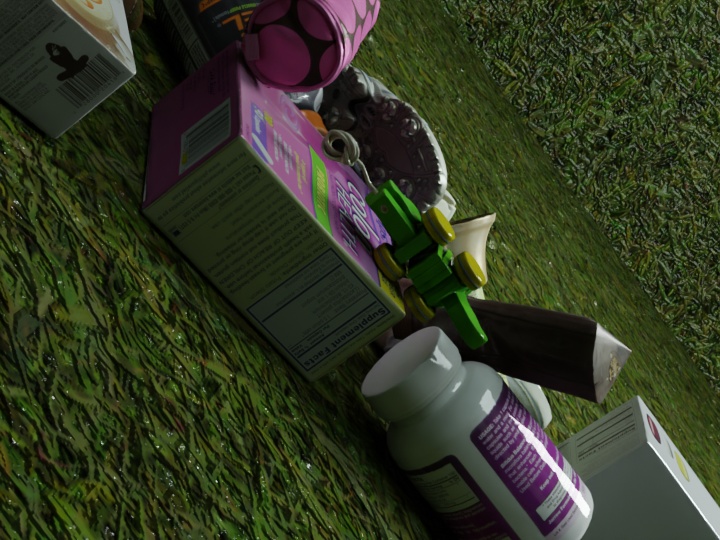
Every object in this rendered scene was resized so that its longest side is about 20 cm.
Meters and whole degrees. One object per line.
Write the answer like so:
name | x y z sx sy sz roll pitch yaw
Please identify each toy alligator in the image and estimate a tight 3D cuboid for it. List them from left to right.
toy alligator | 0.038 -0.029 1.102 0.201 0.059 0.054 54 15 -6

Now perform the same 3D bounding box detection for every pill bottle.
pill bottle | -0.100 -0.180 1.278 0.201 0.106 0.106 61 16 22
pill bottle | 0.092 0.147 1.165 0.201 0.112 0.112 52 15 -14

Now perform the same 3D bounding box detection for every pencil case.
pencil case | -0.041 -0.204 1.173 0.200 0.093 0.092 -66 162 -69

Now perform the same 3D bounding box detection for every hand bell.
hand bell | 0.112 0.050 1.468 0.104 0.103 0.202 -23 99 -74

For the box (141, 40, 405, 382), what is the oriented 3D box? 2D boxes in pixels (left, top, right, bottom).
box | -0.067 -0.049 1.120 0.200 0.096 0.176 48 17 -27

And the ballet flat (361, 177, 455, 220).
ballet flat | 0.053 -0.066 1.383 0.075 0.068 0.200 20 6 12

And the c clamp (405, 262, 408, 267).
c clamp | 0.085 0.017 1.578 0.200 0.027 0.171 51 16 -17

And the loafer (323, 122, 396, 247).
loafer | -0.012 -0.082 1.424 0.201 0.062 0.072 63 23 -51

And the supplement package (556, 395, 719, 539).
supplement package | 0.262 0.255 1.372 0.201 0.155 0.111 52 16 -11

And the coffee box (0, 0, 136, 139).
coffee box | -0.243 -0.195 0.922 0.200 0.079 0.115 42 20 -41

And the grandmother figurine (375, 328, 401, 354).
grandmother figurine | 0.000 0.000 1.311 0.121 0.060 0.201 -26 84 -51

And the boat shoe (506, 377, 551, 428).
boat shoe | 0.103 0.097 1.401 0.201 0.072 0.070 47 -22 -13

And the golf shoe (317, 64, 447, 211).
golf shoe | 0.036 -0.117 1.275 0.097 0.079 0.200 18 26 -43

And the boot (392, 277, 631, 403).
boot | 0.132 0.087 1.218 0.187 0.198 0.065 69 38 -51

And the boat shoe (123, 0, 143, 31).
boat shoe | -0.234 -0.282 1.174 0.068 0.071 0.202 26 42 -68

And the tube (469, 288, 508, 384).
tube | 0.110 0.102 1.342 0.058 0.052 0.202 1 69 -66
